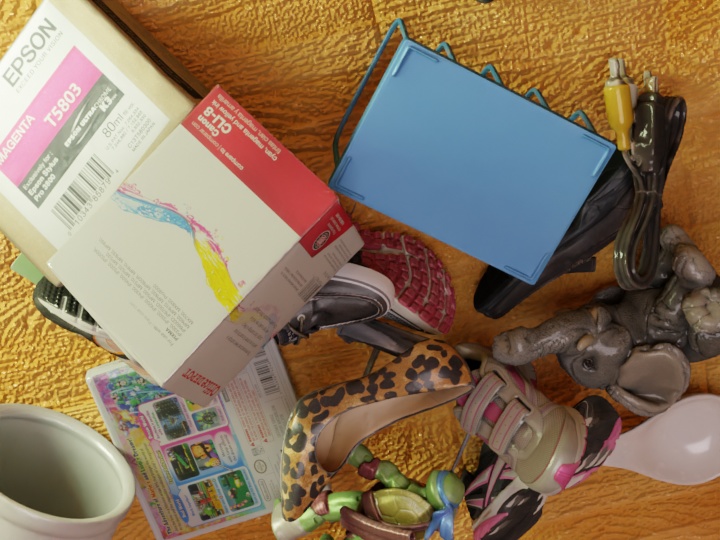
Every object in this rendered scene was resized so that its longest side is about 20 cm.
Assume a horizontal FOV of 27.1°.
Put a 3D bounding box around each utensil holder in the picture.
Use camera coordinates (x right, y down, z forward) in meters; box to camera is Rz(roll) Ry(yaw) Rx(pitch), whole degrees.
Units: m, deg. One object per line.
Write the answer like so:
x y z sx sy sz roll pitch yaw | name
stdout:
-0.323 0.254 1.383 0.169 0.170 0.201 22 111 -13 | utensil holder

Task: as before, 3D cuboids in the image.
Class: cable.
0.243 -0.083 1.299 0.097 0.050 0.202 5 89 -49 | cable

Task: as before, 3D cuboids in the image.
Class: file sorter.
0.088 -0.108 1.279 0.199 0.123 0.139 25 109 -14 | file sorter

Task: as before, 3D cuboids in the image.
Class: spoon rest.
0.275 0.163 1.441 0.198 0.061 0.100 1 113 -3 | spoon rest

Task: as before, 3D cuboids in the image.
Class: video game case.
-0.143 0.155 1.431 0.181 0.024 0.201 -17 114 4 | video game case

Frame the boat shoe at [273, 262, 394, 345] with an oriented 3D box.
-0.071 0.035 1.293 0.198 0.067 0.070 3 142 6 | boat shoe

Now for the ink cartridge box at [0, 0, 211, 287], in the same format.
-0.235 -0.114 1.244 0.165 0.075 0.200 42 105 10 | ink cartridge box

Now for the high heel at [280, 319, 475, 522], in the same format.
0.011 0.145 1.308 0.071 0.142 0.201 29 82 -57 | high heel

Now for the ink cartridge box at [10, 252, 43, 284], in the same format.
-0.202 -0.032 1.335 0.145 0.048 0.200 35 104 -17 | ink cartridge box

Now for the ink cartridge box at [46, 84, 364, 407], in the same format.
-0.122 -0.013 1.208 0.145 0.145 0.200 43 86 14 | ink cartridge box

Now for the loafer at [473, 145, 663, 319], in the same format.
0.188 -0.020 1.352 0.200 0.073 0.072 -42 113 14 | loafer

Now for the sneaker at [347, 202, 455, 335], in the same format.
0.000 0.000 1.353 0.199 0.081 0.075 30 138 -16 | sneaker

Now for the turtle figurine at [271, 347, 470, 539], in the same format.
0.020 0.199 1.417 0.193 0.201 0.143 -31 151 28 | turtle figurine

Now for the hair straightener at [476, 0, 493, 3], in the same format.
0.149 -0.301 1.252 0.200 0.041 0.077 -38 110 17 | hair straightener

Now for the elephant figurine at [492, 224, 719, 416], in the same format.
0.242 0.060 1.363 0.200 0.141 0.156 -39 88 10 | elephant figurine

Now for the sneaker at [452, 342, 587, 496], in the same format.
0.129 0.130 1.334 0.088 0.200 0.082 21 104 -28 | sneaker

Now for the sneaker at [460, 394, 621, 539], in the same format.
0.155 0.174 1.407 0.080 0.087 0.200 8 135 -45 | sneaker

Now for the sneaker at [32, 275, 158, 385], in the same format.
-0.202 0.063 1.337 0.199 0.074 0.080 23 131 -7 | sneaker
